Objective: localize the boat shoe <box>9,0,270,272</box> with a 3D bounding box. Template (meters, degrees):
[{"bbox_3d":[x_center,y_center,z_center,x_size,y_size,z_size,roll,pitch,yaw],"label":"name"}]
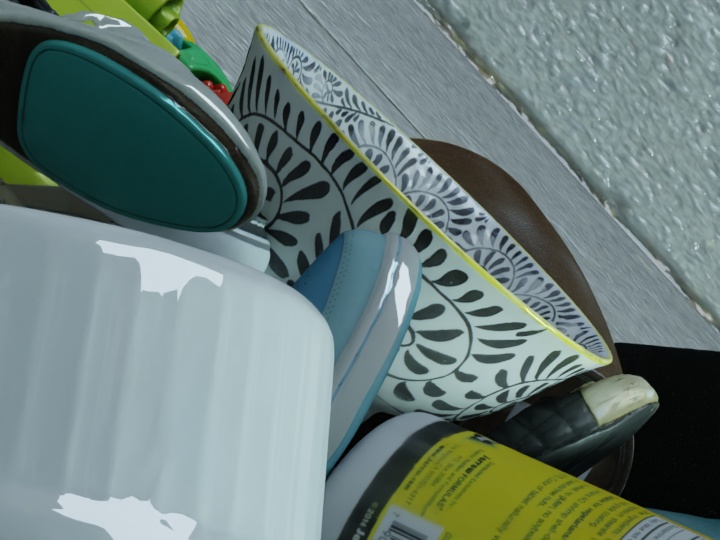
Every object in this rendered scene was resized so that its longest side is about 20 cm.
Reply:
[{"bbox_3d":[-0.105,-0.064,1.024,0.200,0.057,0.069,36,8,28],"label":"boat shoe"}]

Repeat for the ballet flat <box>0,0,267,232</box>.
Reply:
[{"bbox_3d":[-0.120,-0.075,0.965,0.200,0.070,0.069,19,10,7],"label":"ballet flat"}]

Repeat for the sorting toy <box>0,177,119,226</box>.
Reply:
[{"bbox_3d":[-0.191,-0.026,0.989,0.180,0.107,0.200,43,9,18],"label":"sorting toy"}]

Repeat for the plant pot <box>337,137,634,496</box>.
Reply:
[{"bbox_3d":[0.046,0.054,1.229,0.187,0.187,0.200,41,1,-26],"label":"plant pot"}]

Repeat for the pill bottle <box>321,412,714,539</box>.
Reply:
[{"bbox_3d":[0.079,0.135,0.900,0.200,0.113,0.112,24,2,23],"label":"pill bottle"}]

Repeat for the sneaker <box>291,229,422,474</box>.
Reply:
[{"bbox_3d":[-0.077,0.044,0.919,0.131,0.200,0.080,36,-4,-9],"label":"sneaker"}]

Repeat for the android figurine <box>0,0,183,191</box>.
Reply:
[{"bbox_3d":[-0.164,-0.090,1.116,0.200,0.182,0.041,40,-26,10],"label":"android figurine"}]

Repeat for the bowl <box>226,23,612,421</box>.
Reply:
[{"bbox_3d":[0.000,0.000,1.077,0.201,0.094,0.201,43,8,-8],"label":"bowl"}]

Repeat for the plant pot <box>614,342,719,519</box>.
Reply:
[{"bbox_3d":[0.184,0.145,1.324,0.199,0.178,0.200,4,-22,43],"label":"plant pot"}]

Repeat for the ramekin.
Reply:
[{"bbox_3d":[-0.102,0.046,0.770,0.200,0.098,0.200,8,-13,2],"label":"ramekin"}]

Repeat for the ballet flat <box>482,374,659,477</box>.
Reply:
[{"bbox_3d":[0.028,0.082,1.092,0.066,0.200,0.057,50,19,-69],"label":"ballet flat"}]

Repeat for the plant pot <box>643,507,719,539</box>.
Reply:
[{"bbox_3d":[0.088,0.182,1.065,0.188,0.200,0.200,19,26,-37],"label":"plant pot"}]

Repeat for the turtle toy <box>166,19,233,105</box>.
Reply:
[{"bbox_3d":[-0.098,-0.044,1.186,0.200,0.146,0.101,50,-22,15],"label":"turtle toy"}]

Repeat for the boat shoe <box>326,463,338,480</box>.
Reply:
[{"bbox_3d":[-0.038,0.096,1.166,0.200,0.073,0.062,36,19,-22],"label":"boat shoe"}]
